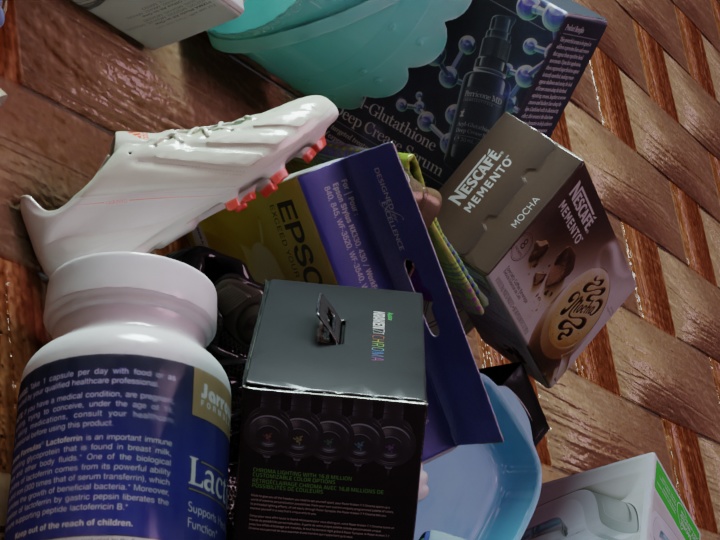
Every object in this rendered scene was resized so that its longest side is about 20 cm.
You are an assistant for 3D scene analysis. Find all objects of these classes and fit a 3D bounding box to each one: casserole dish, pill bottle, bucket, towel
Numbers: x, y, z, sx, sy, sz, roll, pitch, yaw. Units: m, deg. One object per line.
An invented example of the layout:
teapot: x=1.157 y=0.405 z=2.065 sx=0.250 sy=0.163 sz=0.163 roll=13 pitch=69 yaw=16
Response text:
casserole dish: x=0.060 y=0.162 z=1.212 sx=0.121 sy=0.039 sz=0.200 roll=57 pitch=46 yaw=-25
pill bottle: x=-0.126 y=0.100 z=0.927 sx=0.116 sy=0.115 sz=0.201 roll=36 pitch=47 yaw=-51
bucket: x=-0.030 y=-0.230 z=1.278 sx=0.134 sy=0.206 sz=0.209 roll=20 pitch=54 yaw=-46
towel: x=0.007 y=-0.041 z=1.277 sx=0.023 sy=0.200 sz=0.144 roll=-41 pitch=119 yaw=-19

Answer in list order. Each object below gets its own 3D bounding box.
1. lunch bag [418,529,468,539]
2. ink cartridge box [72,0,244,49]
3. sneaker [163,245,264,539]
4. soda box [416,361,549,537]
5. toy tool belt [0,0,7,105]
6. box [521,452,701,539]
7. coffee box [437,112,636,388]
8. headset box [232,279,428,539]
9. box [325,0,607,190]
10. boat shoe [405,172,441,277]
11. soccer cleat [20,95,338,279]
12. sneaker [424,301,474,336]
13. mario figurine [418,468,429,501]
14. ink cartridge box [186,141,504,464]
lunch bag: x=0.045 y=0.264 z=1.008 sx=0.161 sy=0.082 sz=0.201 roll=-77 pitch=179 yaw=-48
ink cartridge box: x=-0.167 y=-0.251 z=1.141 sx=0.200 sy=0.083 sz=0.146 roll=29 pitch=47 yaw=-56
sneaker: x=-0.087 y=0.076 z=1.032 sx=0.076 sy=0.114 sz=0.201 roll=11 pitch=62 yaw=-39
soda box: x=0.066 y=0.146 z=1.314 sx=0.200 sy=0.070 sz=0.064 roll=-44 pitch=115 yaw=-49
toy tool belt: x=-0.250 y=-0.151 z=0.857 sx=0.200 sy=0.124 sz=0.124 roll=20 pitch=47 yaw=-59
box: x=0.140 y=0.249 z=1.290 sx=0.097 sy=0.199 sz=0.177 roll=57 pitch=29 yaw=-26
coffee box: x=0.128 y=-0.011 z=1.331 sx=0.080 sy=0.113 sz=0.200 roll=36 pitch=-11 yaw=32
headset box: x=-0.017 y=0.114 z=0.923 sx=0.174 sy=0.092 sz=0.202 roll=-86 pitch=-179 yaw=-72
box: x=0.073 y=-0.141 z=1.370 sx=0.148 sy=0.201 sz=0.107 roll=31 pitch=16 yaw=19
boat shoe: x=0.000 y=0.000 z=1.200 sx=0.072 sy=0.200 sz=0.073 roll=12 pitch=61 yaw=-12
soccer cleat: x=-0.105 y=-0.059 z=1.034 sx=0.078 sy=0.199 sz=0.069 roll=58 pitch=-13 yaw=0
sneaker: x=0.041 y=0.059 z=1.392 sx=0.072 sy=0.072 sz=0.200 roll=40 pitch=34 yaw=-3
mario figurine: x=-0.016 y=0.109 z=1.094 sx=0.105 sy=0.201 sz=0.124 roll=17 pitch=37 yaw=-10
ink cartridge box: x=-0.018 y=0.033 z=1.127 sx=0.047 sy=0.200 sz=0.199 roll=-25 pitch=97 yaw=-34
